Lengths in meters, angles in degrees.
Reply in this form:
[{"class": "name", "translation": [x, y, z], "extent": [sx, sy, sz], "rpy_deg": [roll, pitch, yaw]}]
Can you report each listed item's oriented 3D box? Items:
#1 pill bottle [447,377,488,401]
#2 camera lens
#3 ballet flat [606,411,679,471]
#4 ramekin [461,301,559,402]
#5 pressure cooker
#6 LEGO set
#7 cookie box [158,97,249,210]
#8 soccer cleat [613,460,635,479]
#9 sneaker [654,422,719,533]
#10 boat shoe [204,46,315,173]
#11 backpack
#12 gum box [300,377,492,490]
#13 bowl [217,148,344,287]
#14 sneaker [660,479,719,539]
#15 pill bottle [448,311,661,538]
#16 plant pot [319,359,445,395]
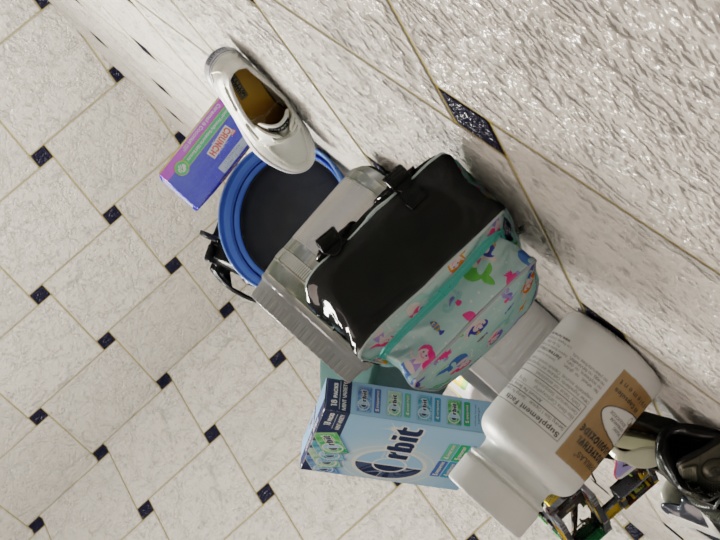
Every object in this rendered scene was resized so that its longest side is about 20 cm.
[{"class": "pill bottle", "translation": [0.134, 0.105, 1.720], "extent": [0.200, 0.111, 0.111], "rpy_deg": [40, 176, 29]}, {"class": "camera lens", "translation": [0.000, 0.000, 1.232], "extent": [0.160, 0.200, 0.160], "rpy_deg": [41, 176, 4]}, {"class": "ballet flat", "translation": [0.244, 0.163, 1.161], "extent": [0.199, 0.068, 0.068], "rpy_deg": [11, -158, -1]}, {"class": "ramekin", "translation": [0.161, 0.085, 1.289], "extent": [0.200, 0.105, 0.200], "rpy_deg": [41, 176, 4]}, {"class": "pressure cooker", "translation": [-0.122, -0.049, 1.650], "extent": [0.175, 0.201, 0.179], "rpy_deg": [20, 179, 25]}, {"class": "LEGO set", "translation": [0.273, 0.249, 1.416], "extent": [0.154, 0.200, 0.116], "rpy_deg": [56, 179, 43]}, {"class": "cookie box", "translation": [-0.200, -0.171, 1.578], "extent": [0.075, 0.171, 0.200], "rpy_deg": [39, 176, -8]}, {"class": "soccer cleat", "translation": [0.271, 0.174, 1.380], "extent": [0.200, 0.077, 0.067], "rpy_deg": [37, 174, 46]}, {"class": "sneaker", "translation": [0.350, 0.215, 1.048], "extent": [0.199, 0.076, 0.114], "rpy_deg": [46, -175, 24]}, {"class": "boat shoe", "translation": [-0.107, -0.179, 1.343], "extent": [0.070, 0.071, 0.200], "rpy_deg": [41, 170, 48]}, {"class": "backpack", "translation": [0.059, 0.009, 0.956], "extent": [0.151, 0.178, 0.200], "rpy_deg": [46, -179, 10]}, {"class": "gum box", "translation": [0.041, 0.193, 1.322], "extent": [0.199, 0.045, 0.170], "rpy_deg": [8, 147, -8]}, {"class": "bowl", "translation": [-0.097, -0.071, 1.514], "extent": [0.200, 0.201, 0.039], "rpy_deg": [40, -165, 21]}, {"class": "sneaker", "translation": [0.380, 0.259, 1.224], "extent": [0.130, 0.080, 0.199], "rpy_deg": [42, 176, 18]}, {"class": "pill bottle", "translation": [0.181, 0.149, 1.080], "extent": [0.114, 0.200, 0.114], "rpy_deg": [41, 176, 3]}, {"class": "plant pot", "translation": [0.036, 0.095, 1.416], "extent": [0.141, 0.201, 0.141], "rpy_deg": [38, 146, -29]}]
